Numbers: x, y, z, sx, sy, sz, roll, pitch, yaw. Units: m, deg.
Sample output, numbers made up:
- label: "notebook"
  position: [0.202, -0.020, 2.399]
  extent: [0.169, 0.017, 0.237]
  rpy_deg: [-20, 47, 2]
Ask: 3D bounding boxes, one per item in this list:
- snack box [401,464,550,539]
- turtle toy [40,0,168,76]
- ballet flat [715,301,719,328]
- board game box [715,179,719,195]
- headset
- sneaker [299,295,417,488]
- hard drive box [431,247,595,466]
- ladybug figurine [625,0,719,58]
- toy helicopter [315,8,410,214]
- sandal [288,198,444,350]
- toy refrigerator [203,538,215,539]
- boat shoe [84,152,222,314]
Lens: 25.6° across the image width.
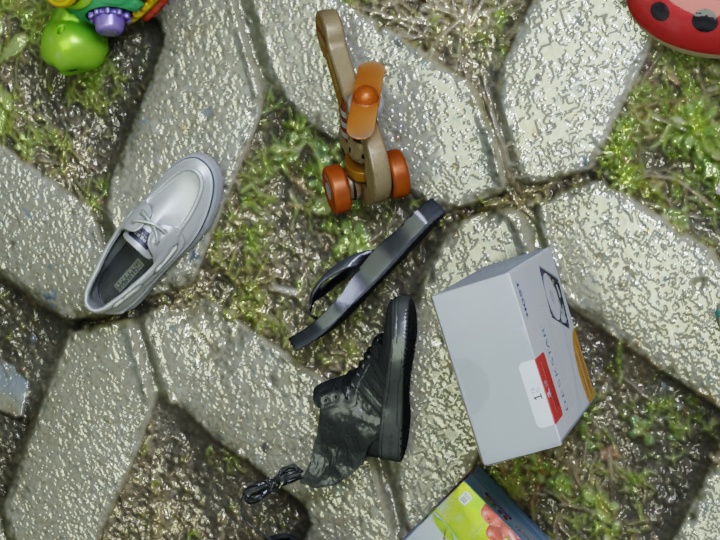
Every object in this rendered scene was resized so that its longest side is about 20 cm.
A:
- label: "snack box"
  position: [0.102, 0.324, 1.560]
  extent: [0.169, 0.068, 0.200]
  rpy_deg: [44, 109, 7]
- label: "turtle toy"
  position: [-0.250, -0.279, 1.566]
  extent: [0.199, 0.146, 0.101]
  rpy_deg: [-39, 106, 19]
- label: "ballet flat"
  position: [0.418, 0.062, 1.427]
  extent: [0.197, 0.062, 0.068]
  rpy_deg: [8, 100, 16]
- label: "board game box"
  position: [0.432, -0.095, 1.421]
  extent: [0.198, 0.032, 0.121]
  rpy_deg: [19, 98, 15]
- label: "headset"
  position: [-0.061, 0.298, 1.582]
  extent: [0.093, 0.123, 0.202]
  rpy_deg: [-29, 105, -15]
- label: "sneaker"
  position: [-0.002, 0.120, 1.569]
  extent: [0.103, 0.060, 0.203]
  rpy_deg: [6, 103, 13]
- label: "hard drive box"
  position: [0.143, 0.074, 1.443]
  extent: [0.076, 0.200, 0.158]
  rpy_deg: [-17, 93, 19]
- label: "ladybug figurine"
  position: [0.326, -0.257, 1.408]
  extent: [0.197, 0.072, 0.138]
  rpy_deg: [-4, 96, 18]
- label: "toy helicopter"
  position: [-0.009, -0.161, 1.508]
  extent: [0.078, 0.132, 0.202]
  rpy_deg: [-14, 74, -10]
- label: "sandal"
  position: [0.000, 0.000, 1.550]
  extent: [0.043, 0.076, 0.200]
  rpy_deg: [45, 97, 5]
- label: "toy refrigerator"
  position: [-0.156, 0.390, 1.647]
  extent: [0.069, 0.076, 0.203]
  rpy_deg: [7, 100, 17]
- label: "boat shoe"
  position: [-0.212, -0.032, 1.613]
  extent: [0.073, 0.065, 0.201]
  rpy_deg: [37, 107, 10]
